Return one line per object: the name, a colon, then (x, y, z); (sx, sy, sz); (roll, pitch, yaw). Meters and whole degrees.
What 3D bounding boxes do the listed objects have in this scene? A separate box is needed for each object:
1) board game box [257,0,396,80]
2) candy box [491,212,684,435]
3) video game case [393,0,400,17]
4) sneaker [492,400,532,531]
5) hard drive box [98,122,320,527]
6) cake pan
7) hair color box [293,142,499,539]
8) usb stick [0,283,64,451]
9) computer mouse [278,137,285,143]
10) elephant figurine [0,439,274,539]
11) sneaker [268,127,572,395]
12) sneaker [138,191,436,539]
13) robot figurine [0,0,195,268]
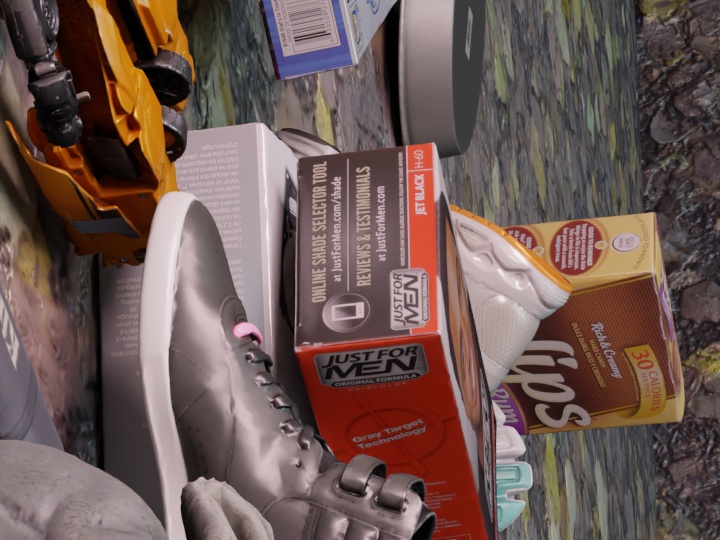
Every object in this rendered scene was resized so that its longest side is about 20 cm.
board game box: (-0.030, -0.205, 1.160); (0.199, 0.043, 0.200); (-63, 142, -74)
candy box: (0.074, 0.035, 1.375); (0.056, 0.200, 0.117); (-84, 163, -48)
video game case: (0.010, -0.282, 1.683); (0.200, 0.017, 0.143); (61, 25, -63)
sneaker: (0.030, 0.063, 1.268); (0.091, 0.078, 0.200); (97, -16, -57)
hard drive box: (-0.053, 0.056, 1.059); (0.156, 0.077, 0.200); (43, 43, -72)
cake pan: (0.059, -0.168, 1.739); (0.200, 0.037, 0.200); (3, 90, -80)
hair color box: (0.019, 0.050, 1.041); (0.200, 0.061, 0.102); (74, 12, -51)
usb stick: (-0.133, 0.011, 0.801); (0.055, 0.033, 0.200); (-80, 160, -52)
computer mouse: (-0.047, 0.033, 1.158); (0.034, 0.059, 0.200); (15, 68, -62)
elephant figurine: (-0.072, 0.136, 0.780); (0.200, 0.141, 0.155); (34, 65, -61)
sneaker: (0.000, 0.000, 1.182); (0.092, 0.200, 0.076); (-59, 142, -4)
sneaker: (-0.024, 0.064, 0.916); (0.071, 0.099, 0.200); (28, 53, -77)
robot figurine: (-0.108, -0.093, 0.916); (0.200, 0.058, 0.145); (68, 19, -55)
